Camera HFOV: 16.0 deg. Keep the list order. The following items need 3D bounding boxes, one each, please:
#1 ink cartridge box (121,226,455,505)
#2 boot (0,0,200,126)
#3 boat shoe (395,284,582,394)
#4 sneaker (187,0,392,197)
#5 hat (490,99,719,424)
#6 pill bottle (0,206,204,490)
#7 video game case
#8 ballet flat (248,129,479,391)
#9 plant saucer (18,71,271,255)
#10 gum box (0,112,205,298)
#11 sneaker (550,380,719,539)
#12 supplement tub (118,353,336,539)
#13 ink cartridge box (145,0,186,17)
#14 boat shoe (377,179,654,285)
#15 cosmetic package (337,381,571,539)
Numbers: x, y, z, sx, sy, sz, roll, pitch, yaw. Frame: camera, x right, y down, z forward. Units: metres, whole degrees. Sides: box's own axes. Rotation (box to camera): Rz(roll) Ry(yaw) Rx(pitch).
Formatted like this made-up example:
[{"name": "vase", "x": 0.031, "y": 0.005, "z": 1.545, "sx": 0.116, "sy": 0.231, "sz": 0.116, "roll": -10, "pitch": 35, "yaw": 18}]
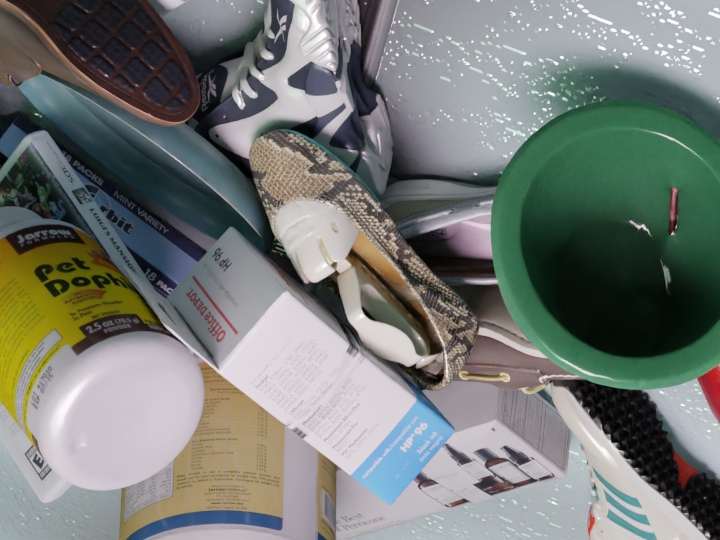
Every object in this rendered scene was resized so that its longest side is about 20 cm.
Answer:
[{"name": "ink cartridge box", "x": -0.045, "y": 0.048, "z": 1.595, "sx": 0.200, "sy": 0.116, "sz": 0.068, "roll": 40, "pitch": 93, "yaw": -30}, {"name": "boot", "x": -0.188, "y": -0.141, "z": 1.530, "sx": 0.200, "sy": 0.075, "sz": 0.097, "roll": 39, "pitch": 147, "yaw": -2}, {"name": "boat shoe", "x": 0.098, "y": 0.046, "z": 1.669, "sx": 0.200, "sy": 0.072, "sz": 0.060, "roll": 5, "pitch": 129, "yaw": 26}, {"name": "sneaker", "x": -0.063, "y": -0.125, "z": 1.584, "sx": 0.130, "sy": 0.080, "sz": 0.199, "roll": -3, "pitch": 138, "yaw": 16}, {"name": "hat", "x": 0.156, "y": 0.014, "z": 1.577, "sx": 0.166, "sy": 0.200, "sz": 0.176, "roll": -13, "pitch": 169, "yaw": -7}, {"name": "pill bottle", "x": -0.185, "y": 0.041, "z": 1.583, "sx": 0.200, "sy": 0.109, "sz": 0.109, "roll": 44, "pitch": 152, "yaw": 45}, {"name": "video game case", "x": -0.211, "y": 0.034, "z": 1.717, "sx": 0.182, "sy": 0.023, "sz": 0.200, "roll": 55, "pitch": 133, "yaw": 12}, {"name": "ballet flat", "x": 0.000, "y": 0.000, "z": 1.576, "sx": 0.068, "sy": 0.075, "sz": 0.200, "roll": -25, "pitch": 119, "yaw": 35}, {"name": "plant saucer", "x": -0.134, "y": -0.077, "z": 1.633, "sx": 0.200, "sy": 0.027, "sz": 0.200, "roll": 34, "pitch": 171, "yaw": 6}, {"name": "gum box", "x": -0.224, "y": 0.006, "z": 1.796, "sx": 0.170, "sy": 0.045, "sz": 0.200, "roll": 38, "pitch": 132, "yaw": -10}, {"name": "sneaker", "x": 0.175, "y": 0.147, "z": 1.722, "sx": 0.093, "sy": 0.070, "sz": 0.200, "roll": -30, "pitch": 115, "yaw": 33}, {"name": "supplement tub", "x": -0.088, "y": 0.134, "z": 1.717, "sx": 0.145, "sy": 0.200, "sz": 0.145, "roll": 0, "pitch": 146, "yaw": 0}, {"name": "ink cartridge box", "x": -0.122, "y": -0.239, "z": 1.509, "sx": 0.200, "sy": 0.083, "sz": 0.145, "roll": -27, "pitch": 115, "yaw": 39}, {"name": "boat shoe", "x": 0.094, "y": -0.019, "z": 1.618, "sx": 0.202, "sy": 0.065, "sz": 0.074, "roll": 2, "pitch": 130, "yaw": 21}, {"name": "cosmetic package", "x": 0.041, "y": 0.129, "z": 1.768, "sx": 0.200, "sy": 0.051, "sz": 0.083, "roll": -21, "pitch": 133, "yaw": 36}]
